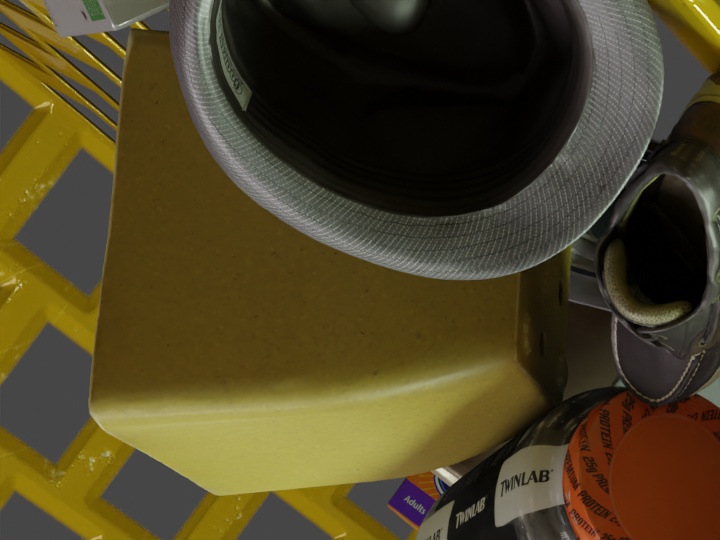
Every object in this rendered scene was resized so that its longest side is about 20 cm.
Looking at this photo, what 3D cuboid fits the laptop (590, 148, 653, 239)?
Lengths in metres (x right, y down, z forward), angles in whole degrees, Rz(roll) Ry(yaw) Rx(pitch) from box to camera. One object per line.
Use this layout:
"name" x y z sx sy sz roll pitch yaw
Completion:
"laptop" 0.173 0.029 1.132 0.199 0.104 0.177 21 169 20

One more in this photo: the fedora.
"fedora" 0.020 -0.099 0.950 0.199 0.178 0.090 24 -153 -9

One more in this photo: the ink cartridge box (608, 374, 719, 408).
"ink cartridge box" 0.226 0.111 1.287 0.199 0.146 0.084 36 174 7

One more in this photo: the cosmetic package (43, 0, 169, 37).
"cosmetic package" -0.127 -0.185 1.214 0.108 0.084 0.200 66 167 -9

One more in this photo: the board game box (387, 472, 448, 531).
"board game box" 0.185 0.207 2.058 0.199 0.200 0.200 33 174 31

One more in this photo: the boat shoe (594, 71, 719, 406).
"boat shoe" 0.130 -0.003 1.001 0.073 0.065 0.201 42 150 25

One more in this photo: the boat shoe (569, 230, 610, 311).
"boat shoe" 0.113 -0.020 1.332 0.199 0.066 0.072 15 -177 -32

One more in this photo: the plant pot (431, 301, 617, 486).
"plant pot" 0.137 0.086 1.488 0.200 0.175 0.200 37 174 5

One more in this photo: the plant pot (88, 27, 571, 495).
"plant pot" 0.000 0.000 1.166 0.198 0.197 0.194 -1 164 16

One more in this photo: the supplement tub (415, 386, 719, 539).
"supplement tub" 0.111 0.132 1.158 0.122 0.123 0.200 37 152 -2
